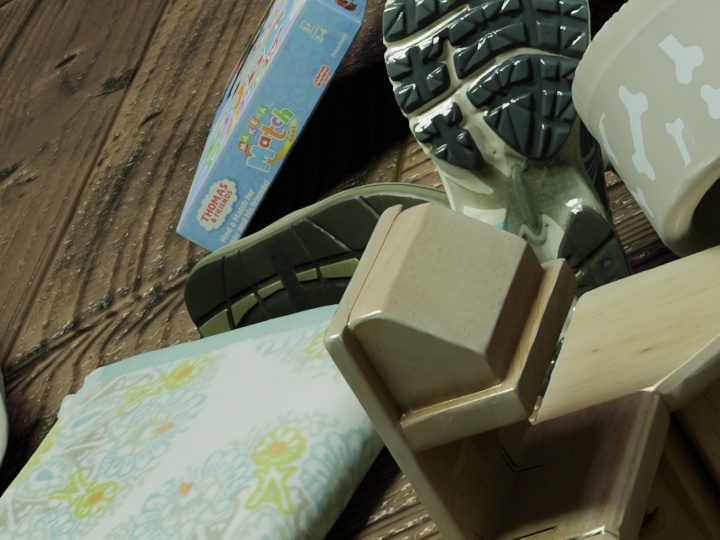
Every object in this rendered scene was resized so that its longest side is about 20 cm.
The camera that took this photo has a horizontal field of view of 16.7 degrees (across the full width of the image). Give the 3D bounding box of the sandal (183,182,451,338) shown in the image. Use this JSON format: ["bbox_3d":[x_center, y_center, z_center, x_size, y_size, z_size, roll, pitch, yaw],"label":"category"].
[{"bbox_3d":[-0.001,-0.001,1.061,0.057,0.080,0.200,-31,15,-39],"label":"sandal"}]

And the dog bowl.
[{"bbox_3d":[0.173,-0.065,0.807,0.199,0.059,0.200,-16,-20,-6],"label":"dog bowl"}]

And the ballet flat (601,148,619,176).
[{"bbox_3d":[0.117,-0.069,0.967,0.072,0.072,0.200,-35,-4,-7],"label":"ballet flat"}]

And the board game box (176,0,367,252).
[{"bbox_3d":[-0.038,-0.115,1.323,0.152,0.036,0.200,-59,10,26],"label":"board game box"}]

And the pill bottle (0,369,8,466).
[{"bbox_3d":[-0.239,0.055,1.221,0.113,0.113,0.200,-36,21,-8],"label":"pill bottle"}]

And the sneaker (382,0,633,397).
[{"bbox_3d":[0.055,-0.055,0.936,0.077,0.201,0.086,-10,12,4],"label":"sneaker"}]

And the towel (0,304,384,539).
[{"bbox_3d":[-0.076,0.092,1.002,0.199,0.048,0.171,-15,30,39],"label":"towel"}]

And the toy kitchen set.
[{"bbox_3d":[0.112,0.032,0.693,0.180,0.164,0.200,-21,24,29],"label":"toy kitchen set"}]
